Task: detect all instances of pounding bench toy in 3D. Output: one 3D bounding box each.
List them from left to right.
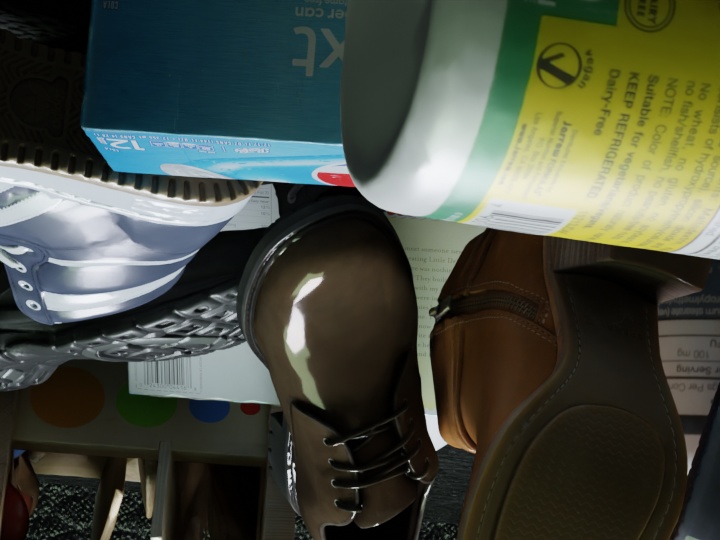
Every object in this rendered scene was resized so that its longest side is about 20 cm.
[{"bbox_3d":[-0.113,0.134,1.160,0.155,0.125,0.201,4,139,-4],"label":"pounding bench toy"}]

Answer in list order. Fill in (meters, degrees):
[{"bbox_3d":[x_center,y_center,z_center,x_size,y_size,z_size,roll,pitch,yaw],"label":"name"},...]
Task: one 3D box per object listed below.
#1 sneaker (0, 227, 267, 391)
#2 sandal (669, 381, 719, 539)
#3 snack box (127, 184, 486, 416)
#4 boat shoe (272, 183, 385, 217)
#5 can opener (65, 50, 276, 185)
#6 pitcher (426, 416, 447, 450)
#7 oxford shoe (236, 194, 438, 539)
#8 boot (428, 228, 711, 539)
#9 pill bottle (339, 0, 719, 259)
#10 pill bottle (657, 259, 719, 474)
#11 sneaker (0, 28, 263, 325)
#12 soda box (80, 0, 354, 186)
[{"bbox_3d":[-0.116,-0.004,1.023,0.199,0.091,0.076,-9,168,26],"label":"sneaker"},{"bbox_3d":[0.158,0.013,0.876,0.043,0.201,0.076,18,-162,6],"label":"sandal"},{"bbox_3d":[0.000,0.000,1.061,0.199,0.117,0.037,4,-157,7],"label":"snack box"},{"bbox_3d":[0.042,-0.048,0.935,0.067,0.057,0.199,14,167,-42],"label":"boat shoe"},{"bbox_3d":[-0.048,-0.058,0.936,0.199,0.053,0.066,-4,166,39],"label":"can opener"},{"bbox_3d":[-0.005,0.012,1.177,0.171,0.122,0.200,24,156,-8],"label":"pitcher"},{"bbox_3d":[0.002,0.050,0.982,0.072,0.085,0.201,-22,140,-10],"label":"oxford shoe"},{"bbox_3d":[0.060,0.057,0.934,0.073,0.201,0.155,28,161,-16],"label":"boot"},{"bbox_3d":[0.103,-0.059,0.683,0.199,0.114,0.113,8,170,-14],"label":"pill bottle"},{"bbox_3d":[0.151,0.043,0.982,0.119,0.201,0.120,5,170,1],"label":"pill bottle"},{"bbox_3d":[-0.141,-0.041,0.903,0.199,0.070,0.109,17,150,-13],"label":"sneaker"},{"bbox_3d":[0.013,-0.064,0.825,0.199,0.068,0.064,4,170,5],"label":"soda box"}]
